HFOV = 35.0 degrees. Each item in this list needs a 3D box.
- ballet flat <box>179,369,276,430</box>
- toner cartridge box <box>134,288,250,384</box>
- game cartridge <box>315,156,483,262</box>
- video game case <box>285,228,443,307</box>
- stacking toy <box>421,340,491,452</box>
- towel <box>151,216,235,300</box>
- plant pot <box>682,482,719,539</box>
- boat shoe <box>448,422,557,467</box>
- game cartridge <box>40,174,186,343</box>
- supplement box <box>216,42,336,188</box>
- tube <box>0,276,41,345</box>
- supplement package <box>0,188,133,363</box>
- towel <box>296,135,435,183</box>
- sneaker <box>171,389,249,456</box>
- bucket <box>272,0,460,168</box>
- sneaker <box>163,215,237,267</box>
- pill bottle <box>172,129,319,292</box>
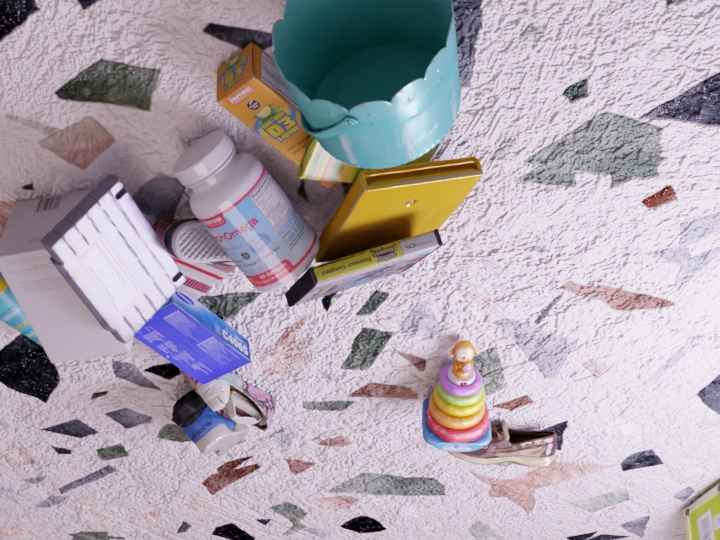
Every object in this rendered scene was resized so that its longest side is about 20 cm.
[{"bbox_3d":[-0.213,0.207,1.871,0.069,0.072,0.200,-30,133,29],"label":"ballet flat"},{"bbox_3d":[-0.260,0.097,1.725,0.094,0.043,0.200,-26,139,17],"label":"toner cartridge box"},{"bbox_3d":[0.044,-0.077,1.493,0.175,0.033,0.200,-10,159,-26],"label":"game cartridge"},{"bbox_3d":[0.000,0.000,1.540,0.179,0.026,0.200,-17,174,-15],"label":"video game case"},{"bbox_3d":[0.163,0.191,1.859,0.115,0.110,0.201,2,130,-1],"label":"stacking toy"},{"bbox_3d":[-0.282,0.003,1.655,0.143,0.023,0.200,25,136,-32],"label":"towel"},{"bbox_3d":[0.740,0.520,2.209,0.180,0.201,0.199,18,138,-15],"label":"plant pot"},{"bbox_3d":[0.249,0.299,2.021,0.198,0.072,0.073,6,112,7],"label":"boat shoe"},{"bbox_3d":[-0.316,-0.011,1.473,0.130,0.038,0.201,-45,137,-18],"label":"game cartridge"},{"bbox_3d":[-0.085,-0.186,1.391,0.066,0.069,0.200,-30,131,29],"label":"supplement box"},{"bbox_3d":[-0.514,0.053,1.693,0.077,0.051,0.200,-35,127,19],"label":"tube"},{"bbox_3d":[-0.391,0.010,1.554,0.120,0.120,0.201,-9,130,8],"label":"supplement package"},{"bbox_3d":[0.012,-0.145,1.403,0.199,0.018,0.087,1,125,-43],"label":"towel"},{"bbox_3d":[-0.258,0.252,1.934,0.077,0.111,0.200,-41,169,3],"label":"sneaker"},{"bbox_3d":[0.013,-0.221,1.237,0.205,0.209,0.135,-8,148,8],"label":"bucket"},{"bbox_3d":[-0.174,-0.042,1.563,0.199,0.079,0.079,7,-174,-31],"label":"sneaker"},{"bbox_3d":[-0.148,-0.077,1.465,0.108,0.109,0.200,-25,118,26],"label":"pill bottle"}]
